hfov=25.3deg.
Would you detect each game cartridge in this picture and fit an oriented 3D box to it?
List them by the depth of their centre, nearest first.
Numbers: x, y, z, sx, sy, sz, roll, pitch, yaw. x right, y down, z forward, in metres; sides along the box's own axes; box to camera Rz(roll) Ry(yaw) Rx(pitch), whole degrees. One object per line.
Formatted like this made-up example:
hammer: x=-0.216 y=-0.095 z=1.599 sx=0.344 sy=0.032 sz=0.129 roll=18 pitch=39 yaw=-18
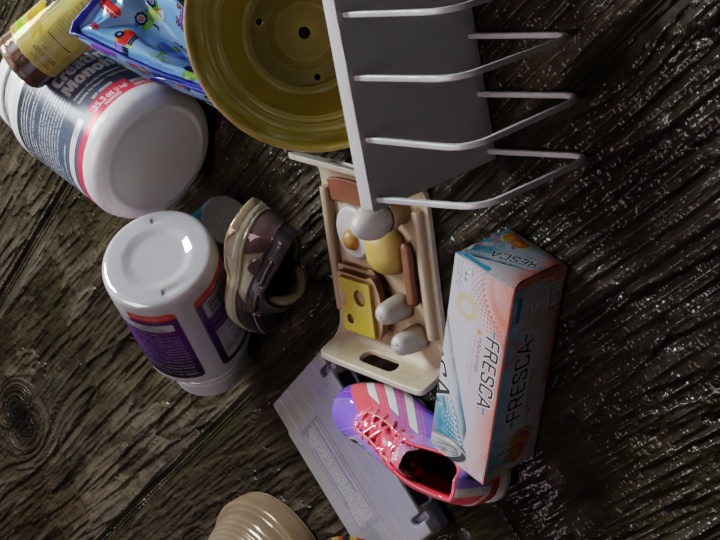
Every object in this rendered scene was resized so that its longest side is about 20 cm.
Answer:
game cartridge: x=-0.002 y=0.182 z=1.533 sx=0.200 sy=0.038 sz=0.130 roll=58 pitch=148 yaw=12

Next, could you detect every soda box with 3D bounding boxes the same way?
soda box: x=0.109 y=0.071 z=1.295 sx=0.068 sy=0.063 sz=0.201 roll=35 pitch=134 yaw=37

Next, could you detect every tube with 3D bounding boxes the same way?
tube: x=-0.171 y=-0.018 z=1.635 sx=0.078 sy=0.050 sz=0.200 roll=60 pitch=149 yaw=6

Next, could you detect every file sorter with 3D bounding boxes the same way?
file sorter: x=0.072 y=-0.154 z=1.155 sx=0.124 sy=0.139 sz=0.201 roll=9 pitch=116 yaw=47

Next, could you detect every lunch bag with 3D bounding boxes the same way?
lunch bag: x=-0.123 y=-0.178 z=1.387 sx=0.200 sy=0.150 sz=0.094 roll=35 pitch=96 yaw=28

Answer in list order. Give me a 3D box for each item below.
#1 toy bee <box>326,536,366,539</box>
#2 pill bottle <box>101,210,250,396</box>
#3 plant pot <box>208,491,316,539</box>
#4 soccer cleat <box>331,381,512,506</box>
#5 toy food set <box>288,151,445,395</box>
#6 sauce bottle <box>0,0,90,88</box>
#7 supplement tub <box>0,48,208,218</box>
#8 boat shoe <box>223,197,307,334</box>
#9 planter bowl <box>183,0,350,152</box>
toy bee: x=0.042 y=0.330 z=1.495 sx=0.131 sy=0.108 sz=0.201 roll=-37 pitch=74 yaw=60
pill bottle: x=-0.170 y=0.040 z=1.563 sx=0.111 sy=0.111 sz=0.200 roll=42 pitch=164 yaw=31
plant pot: x=-0.114 y=0.347 z=1.722 sx=0.201 sy=0.093 sz=0.201 roll=28 pitch=129 yaw=41
soccer cleat: x=0.038 y=0.150 z=1.406 sx=0.200 sy=0.073 sz=0.068 roll=25 pitch=110 yaw=38
toy food set: x=0.000 y=0.000 z=1.401 sx=0.143 sy=0.060 sz=0.201 roll=17 pitch=122 yaw=47
sauce bottle: x=-0.248 y=-0.255 z=1.500 sx=0.200 sy=0.065 sz=0.065 roll=-38 pitch=73 yaw=11
supplement tub: x=-0.258 y=-0.152 z=1.587 sx=0.200 sy=0.140 sz=0.141 roll=35 pitch=134 yaw=37
boat shoe: x=-0.083 y=0.009 z=1.482 sx=0.065 sy=0.072 sz=0.200 roll=31 pitch=153 yaw=18
planter bowl: x=-0.041 y=-0.193 z=1.277 sx=0.083 sy=0.200 sz=0.201 roll=-164 pitch=53 yaw=-83
